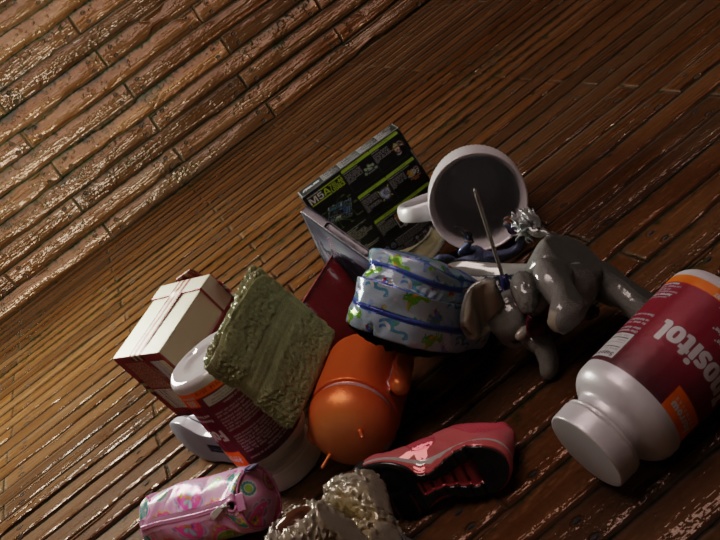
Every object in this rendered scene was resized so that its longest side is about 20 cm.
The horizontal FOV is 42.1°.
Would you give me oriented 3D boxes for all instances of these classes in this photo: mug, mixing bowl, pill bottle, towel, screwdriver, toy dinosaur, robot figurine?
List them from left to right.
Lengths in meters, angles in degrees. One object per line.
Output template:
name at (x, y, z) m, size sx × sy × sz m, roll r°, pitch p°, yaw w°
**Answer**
pill bottle at (-0.144, 0.183, 1.211) m, size 0.114 × 0.201 × 0.114 m, roll -30°, pitch 21°, yaw 13°
towel at (-0.109, 0.092, 1.161) m, size 0.036 × 0.148 × 0.201 m, roll -41°, pitch 17°, yaw 33°
mixing bowl at (-0.051, 0.089, 1.349) m, size 0.201 × 0.108 × 0.200 m, roll -58°, pitch 2°, yaw 3°
robot figurine at (-0.001, 0.160, 1.168) m, size 0.142 × 0.118 × 0.201 m, roll 2°, pitch 32°, yaw 13°
mug at (0.152, -0.114, 1.441) m, size 0.198 × 0.149 × 0.175 m, roll -16°, pitch 13°, yaw 8°
toy dinosaur at (0.152, -0.017, 1.352) m, size 0.180 × 0.106 × 0.200 m, roll -22°, pitch 6°, yaw -19°
screwdriver at (0.173, -0.009, 1.148) m, size 0.029 × 0.202 × 0.028 m, roll -12°, pitch 20°, yaw 11°
pill bottle at (0.278, 0.102, 0.877) m, size 0.200 × 0.113 × 0.113 m, roll -42°, pitch 22°, yaw -14°

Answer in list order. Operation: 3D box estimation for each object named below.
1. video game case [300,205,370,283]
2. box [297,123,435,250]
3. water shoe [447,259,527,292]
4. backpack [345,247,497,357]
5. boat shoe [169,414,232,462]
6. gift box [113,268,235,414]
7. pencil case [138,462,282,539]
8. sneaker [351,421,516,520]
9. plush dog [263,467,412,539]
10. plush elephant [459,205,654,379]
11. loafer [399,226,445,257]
video game case at (0.000, 0.000, 1.344) m, size 0.019 × 0.143 × 0.199 m, roll -42°, pitch 52°, yaw -16°
box at (0.027, -0.108, 1.568) m, size 0.199 × 0.194 × 0.048 m, roll -36°, pitch 20°, yaw -1°
water shoe at (0.200, 0.032, 1.218) m, size 0.198 × 0.071 × 0.080 m, roll 4°, pitch 85°, yaw 36°
backpack at (0.067, 0.042, 1.130) m, size 0.162 × 0.155 × 0.199 m, roll 25°, pitch 24°, yaw 31°
boat shoe at (-0.205, 0.239, 1.381) m, size 0.199 × 0.074 × 0.065 m, roll 5°, pitch 38°, yaw 44°
gift box at (-0.259, 0.121, 1.554) m, size 0.199 × 0.185 × 0.188 m, roll -7°, pitch 43°, yaw 43°
pencil case at (-0.195, 0.305, 1.192) m, size 0.199 × 0.088 × 0.088 m, roll -21°, pitch 25°, yaw 33°
sneaker at (0.084, 0.212, 1.021) m, size 0.199 × 0.074 × 0.087 m, roll -18°, pitch 14°, yaw 29°
plush dog at (-0.036, 0.312, 0.921) m, size 0.172 × 0.161 × 0.200 m, roll -43°, pitch -10°, yaw 19°
plush elephant at (0.207, 0.045, 1.071) m, size 0.163 × 0.156 × 0.200 m, roll -4°, pitch 41°, yaw -37°
loafer at (0.057, -0.005, 1.454) m, size 0.200 × 0.068 × 0.076 m, roll -45°, pitch -4°, yaw -20°
